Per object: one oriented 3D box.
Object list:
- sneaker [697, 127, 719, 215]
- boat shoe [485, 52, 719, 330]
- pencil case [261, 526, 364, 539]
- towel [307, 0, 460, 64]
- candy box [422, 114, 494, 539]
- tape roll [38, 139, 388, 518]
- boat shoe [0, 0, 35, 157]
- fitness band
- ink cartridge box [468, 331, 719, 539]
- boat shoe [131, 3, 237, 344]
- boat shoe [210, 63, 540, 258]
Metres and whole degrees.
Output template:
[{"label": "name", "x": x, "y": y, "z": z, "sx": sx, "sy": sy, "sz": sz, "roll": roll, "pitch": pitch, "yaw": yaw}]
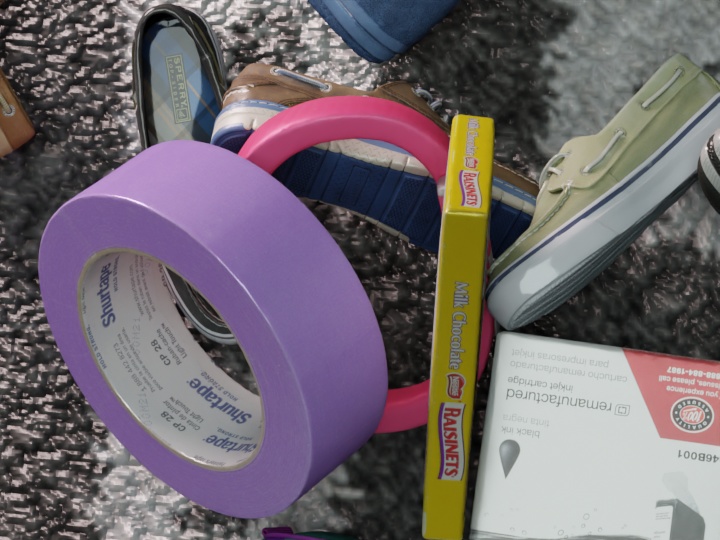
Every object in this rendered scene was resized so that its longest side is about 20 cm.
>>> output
[{"label": "sneaker", "x": 0.275, "y": -0.030, "z": 1.298, "sx": 0.076, "sy": 0.116, "sz": 0.200, "roll": -22, "pitch": 115, "yaw": 44}, {"label": "boat shoe", "x": 0.131, "y": -0.044, "z": 1.295, "sx": 0.062, "sy": 0.072, "sz": 0.200, "roll": 45, "pitch": 63, "yaw": 11}, {"label": "pencil case", "x": -0.025, "y": 0.245, "z": 1.298, "sx": 0.092, "sy": 0.085, "sz": 0.200, "roll": 0, "pitch": 82, "yaw": 50}, {"label": "towel", "x": 0.043, "y": -0.214, "z": 1.313, "sx": 0.200, "sy": 0.049, "sz": 0.112, "roll": -42, "pitch": 83, "yaw": 24}, {"label": "candy box", "x": 0.050, "y": 0.031, "z": 1.224, "sx": 0.026, "sy": 0.102, "sz": 0.200, "roll": 3, "pitch": 122, "yaw": 0}, {"label": "tape roll", "x": -0.081, "y": 0.033, "z": 1.267, "sx": 0.200, "sy": 0.200, "sz": 0.066, "roll": 47, "pitch": 53, "yaw": 8}, {"label": "boat shoe", "x": -0.243, "y": -0.154, "z": 1.368, "sx": 0.074, "sy": 0.076, "sz": 0.200, "roll": -19, "pitch": 92, "yaw": -1}, {"label": "fitness band", "x": 0.000, "y": 0.000, "z": 1.292, "sx": 0.143, "sy": 0.037, "sz": 0.200, "roll": -7, "pitch": 119, "yaw": 9}, {"label": "ink cartridge box", "x": 0.132, "y": 0.143, "z": 1.289, "sx": 0.144, "sy": 0.084, "sz": 0.200, "roll": 8, "pitch": 87, "yaw": 6}, {"label": "boat shoe", "x": -0.092, "y": -0.057, "z": 1.340, "sx": 0.070, "sy": 0.066, "sz": 0.200, "roll": -9, "pitch": 84, "yaw": 6}, {"label": "boat shoe", "x": 0.019, "y": -0.069, "z": 1.321, "sx": 0.200, "sy": 0.072, "sz": 0.072, "roll": 19, "pitch": 54, "yaw": -12}]
